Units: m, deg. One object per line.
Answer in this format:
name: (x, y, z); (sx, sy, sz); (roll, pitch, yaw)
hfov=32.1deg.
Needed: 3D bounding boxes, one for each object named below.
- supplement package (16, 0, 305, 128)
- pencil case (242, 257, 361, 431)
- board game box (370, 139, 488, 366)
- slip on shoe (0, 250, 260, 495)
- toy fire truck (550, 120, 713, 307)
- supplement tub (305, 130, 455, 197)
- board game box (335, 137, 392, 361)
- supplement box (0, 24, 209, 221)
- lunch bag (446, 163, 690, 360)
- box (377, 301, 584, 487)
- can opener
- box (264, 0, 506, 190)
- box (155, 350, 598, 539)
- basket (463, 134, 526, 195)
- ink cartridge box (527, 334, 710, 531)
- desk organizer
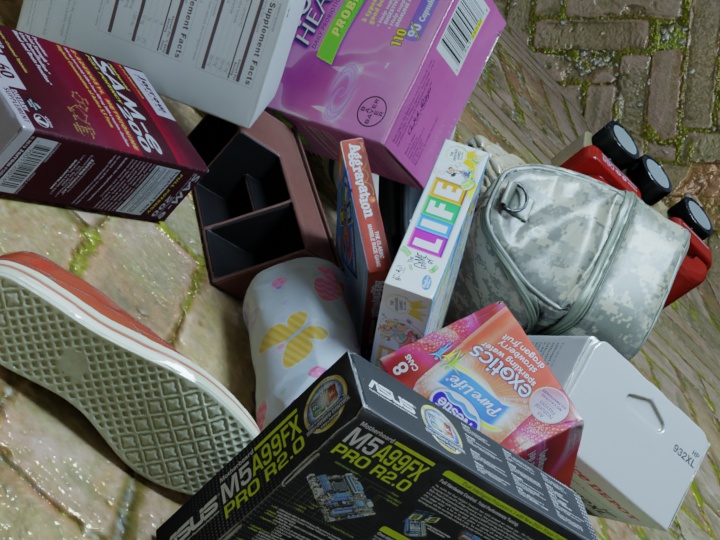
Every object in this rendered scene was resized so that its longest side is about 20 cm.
supplement package: (-0.154, -0.210, 1.002); (0.198, 0.111, 0.114); (21, 22, 0)
pencil case: (-0.033, 0.078, 0.854); (0.201, 0.082, 0.091); (-103, 175, -55)
board game box: (0.042, 0.023, 0.902); (0.034, 0.201, 0.135); (18, 53, 7)
slip on shoe: (-0.134, 0.056, 0.706); (0.199, 0.074, 0.061); (37, 18, -15)
toy fire truck: (0.265, -0.030, 1.186); (0.176, 0.128, 0.201); (41, 33, -17)
supplement tub: (-0.011, -0.180, 1.283); (0.200, 0.145, 0.144); (50, 18, 29)
board game box: (0.000, 0.000, 0.929); (0.201, 0.019, 0.104); (95, -17, -63)
supplement box: (-0.204, -0.101, 0.868); (0.109, 0.061, 0.199); (54, 19, 20)
lunch bag: (0.144, 0.000, 1.033); (0.167, 0.140, 0.200); (33, -19, -5)
box: (0.074, 0.126, 0.828); (0.100, 0.095, 0.201); (59, -15, 31)
can opener: (0.041, -0.042, 1.158); (0.078, 0.063, 0.203); (4, 76, -51)
box: (0.000, -0.195, 1.137); (0.199, 0.177, 0.097); (21, -10, 33)
box: (0.012, 0.150, 0.694); (0.199, 0.160, 0.044); (33, 23, -33)
basket: (0.146, -0.003, 1.275); (0.199, 0.161, 0.199); (21, 33, -49)
ink cartridge box: (0.148, 0.123, 0.989); (0.145, 0.084, 0.199); (40, -20, -23)
desk organizer: (-0.085, -0.057, 1.021); (0.077, 0.072, 0.201); (30, 25, -34)
